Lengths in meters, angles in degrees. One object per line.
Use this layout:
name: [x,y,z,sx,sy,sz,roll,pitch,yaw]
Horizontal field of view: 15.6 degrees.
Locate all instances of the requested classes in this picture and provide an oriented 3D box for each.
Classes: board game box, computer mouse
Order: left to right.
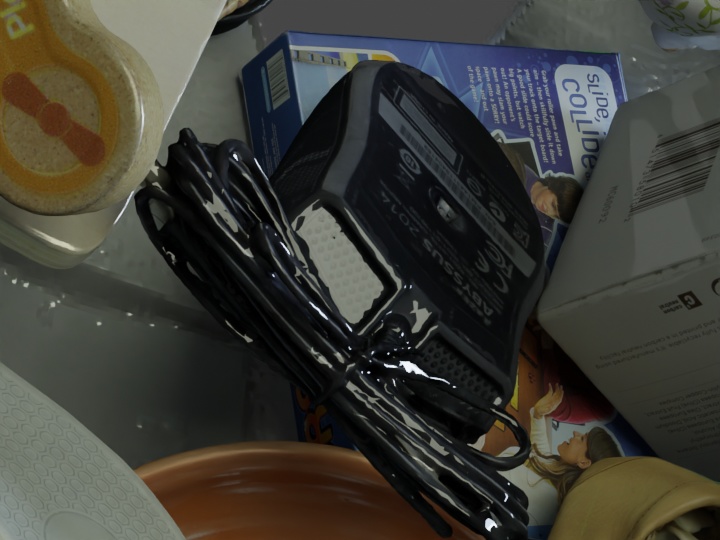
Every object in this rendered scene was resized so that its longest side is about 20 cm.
computer mouse: [0.000,0.000,0.743,0.139,0.053,0.200,48,22,-8]
board game box: [0.041,0.024,0.846,0.135,0.034,0.201,1,71,-31]

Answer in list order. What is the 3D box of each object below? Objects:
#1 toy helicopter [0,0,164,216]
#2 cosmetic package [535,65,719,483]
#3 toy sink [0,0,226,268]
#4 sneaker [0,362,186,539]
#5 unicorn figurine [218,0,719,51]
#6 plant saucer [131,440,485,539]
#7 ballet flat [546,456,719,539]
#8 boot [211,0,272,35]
toy helicopter: [-0.106,-0.105,0.633,0.079,0.132,0.201,1,69,-74]
cosmetic package: [0.159,0.036,0.855,0.200,0.085,0.108,49,44,-23]
toy sink: [-0.153,-0.079,0.722,0.200,0.112,0.131,30,57,-13]
sneaker: [-0.123,0.073,0.678,0.200,0.099,0.071,41,21,4]
unicorn figurine: [0.065,-0.109,0.859,0.199,0.137,0.074,5,94,10]
plant saucer: [-0.024,0.148,0.713,0.199,0.037,0.201,1,82,-5]
ballet flat: [0.062,0.147,0.764,0.069,0.063,0.201,29,72,-33]
boot: [-0.075,-0.157,0.770,0.198,0.162,0.074,29,56,-20]
